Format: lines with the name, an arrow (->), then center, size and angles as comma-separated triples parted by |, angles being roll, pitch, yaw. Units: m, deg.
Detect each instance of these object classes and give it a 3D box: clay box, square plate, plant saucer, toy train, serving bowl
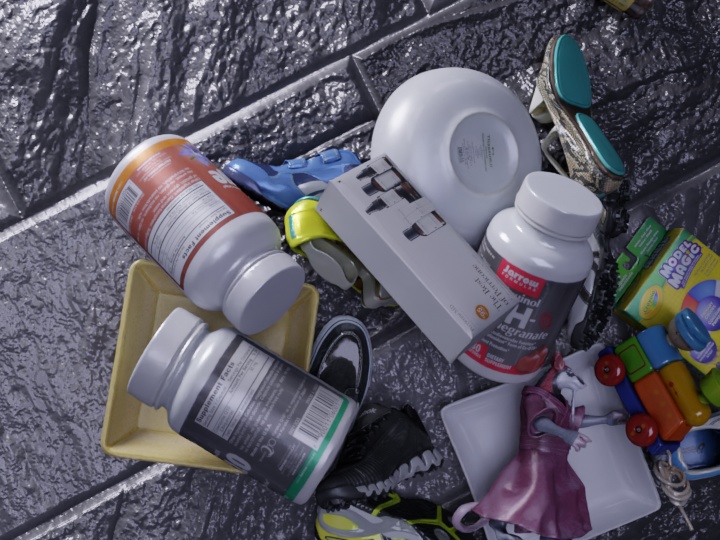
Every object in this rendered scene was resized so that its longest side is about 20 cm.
clay box -> 0.373, 0.042, 1.038 | 0.199, 0.048, 0.115 | 37, 87, -6
square plate -> 0.209, 0.206, 1.033 | 0.199, 0.028, 0.200 | -21, 93, -5
plant saucer -> -0.153, 0.103, 0.973 | 0.198, 0.048, 0.202 | 8, 82, -4
toy train -> 0.336, 0.146, 0.954 | 0.116, 0.084, 0.201 | -41, 57, 31
serving bowl -> 0.112, -0.117, 0.972 | 0.198, 0.066, 0.202 | 1, 88, -24

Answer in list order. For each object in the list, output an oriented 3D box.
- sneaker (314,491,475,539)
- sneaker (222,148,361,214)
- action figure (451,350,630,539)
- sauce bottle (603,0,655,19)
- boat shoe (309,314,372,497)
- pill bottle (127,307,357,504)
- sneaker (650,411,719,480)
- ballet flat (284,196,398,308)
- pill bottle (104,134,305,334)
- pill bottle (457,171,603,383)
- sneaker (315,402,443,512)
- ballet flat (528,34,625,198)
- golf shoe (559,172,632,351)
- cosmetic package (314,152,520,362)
sneaker -> 0.043, 0.288, 1.004 | 0.199, 0.075, 0.077 | 28, 108, -3
sneaker -> -0.045, -0.092, 0.984 | 0.198, 0.074, 0.083 | 14, 91, -15
action figure -> 0.193, 0.185, 0.986 | 0.148, 0.134, 0.202 | -3, 75, 36
sauce bottle -> 0.237, -0.351, 1.013 | 0.199, 0.065, 0.065 | 31, 87, -7
boat shoe -> -0.030, 0.148, 0.985 | 0.071, 0.071, 0.202 | 13, 89, -6
pill bottle -> -0.112, 0.126, 0.892 | 0.199, 0.113, 0.114 | 31, 87, 0
sneaker -> 0.422, 0.184, 1.033 | 0.198, 0.072, 0.072 | -18, 91, -7
ballet flat -> 0.000, 0.000, 0.958 | 0.199, 0.067, 0.067 | 34, 128, -31
pill bottle -> -0.150, -0.034, 0.917 | 0.112, 0.112, 0.200 | -46, 69, -4
pill bottle -> 0.167, 0.006, 0.943 | 0.110, 0.111, 0.201 | 16, 121, -6
sneaker -> 0.010, 0.184, 0.951 | 0.066, 0.199, 0.091 | -26, 79, 33
ballet flat -> 0.220, -0.159, 1.001 | 0.067, 0.075, 0.201 | 11, 55, -37
golf shoe -> 0.234, -0.013, 1.013 | 0.094, 0.078, 0.202 | 7, 77, 26
cosmetic package -> 0.054, -0.016, 0.891 | 0.082, 0.051, 0.200 | -33, 75, -37
